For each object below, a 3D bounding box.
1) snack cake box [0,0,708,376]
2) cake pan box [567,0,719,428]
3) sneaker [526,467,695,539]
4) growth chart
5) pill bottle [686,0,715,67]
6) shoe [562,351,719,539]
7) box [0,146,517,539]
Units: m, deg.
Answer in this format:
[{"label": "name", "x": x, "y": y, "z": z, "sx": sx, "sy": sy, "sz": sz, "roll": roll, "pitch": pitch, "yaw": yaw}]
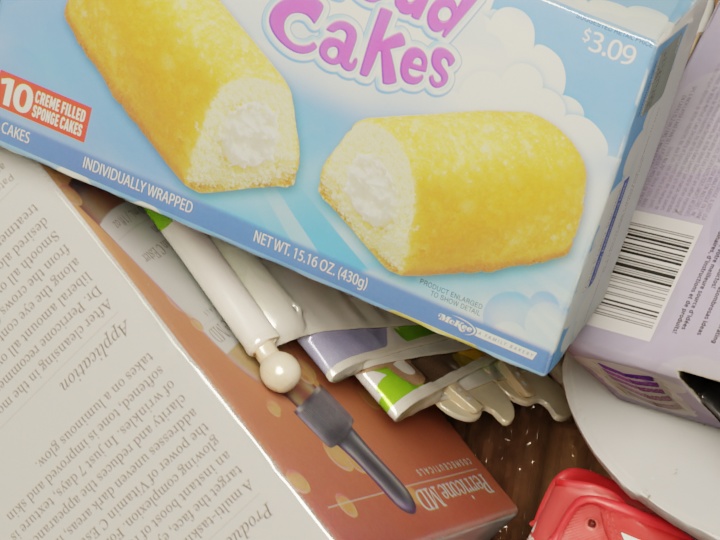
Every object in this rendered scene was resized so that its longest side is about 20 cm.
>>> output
[{"label": "snack cake box", "x": -0.008, "y": -0.065, "z": 0.774, "sx": 0.200, "sy": 0.067, "sz": 0.115, "roll": 23, "pitch": 120, "yaw": 13}, {"label": "cake pan box", "x": 0.177, "y": -0.027, "z": 0.787, "sx": 0.184, "sy": 0.052, "sz": 0.200, "roll": 13, "pitch": 70, "yaw": 42}, {"label": "sneaker", "x": 0.042, "y": 0.127, "z": 0.879, "sx": 0.200, "sy": 0.078, "sz": 0.116, "roll": -10, "pitch": 103, "yaw": -12}, {"label": "growth chart", "x": 0.000, "y": 0.000, "z": 0.891, "sx": 0.018, "sy": 0.200, "sz": 0.145, "roll": -46, "pitch": 63, "yaw": 24}, {"label": "pill bottle", "x": 0.066, "y": -0.090, "z": 0.892, "sx": 0.114, "sy": 0.200, "sz": 0.114, "roll": -1, "pitch": 75, "yaw": 5}, {"label": "shoe", "x": 0.154, "y": 0.084, "z": 0.844, "sx": 0.200, "sy": 0.091, "sz": 0.071, "roll": 35, "pitch": 81, "yaw": 35}, {"label": "box", "x": -0.067, "y": 0.047, "z": 0.875, "sx": 0.106, "sy": 0.152, "sz": 0.200, "roll": -44, "pitch": 76, "yaw": 18}]
